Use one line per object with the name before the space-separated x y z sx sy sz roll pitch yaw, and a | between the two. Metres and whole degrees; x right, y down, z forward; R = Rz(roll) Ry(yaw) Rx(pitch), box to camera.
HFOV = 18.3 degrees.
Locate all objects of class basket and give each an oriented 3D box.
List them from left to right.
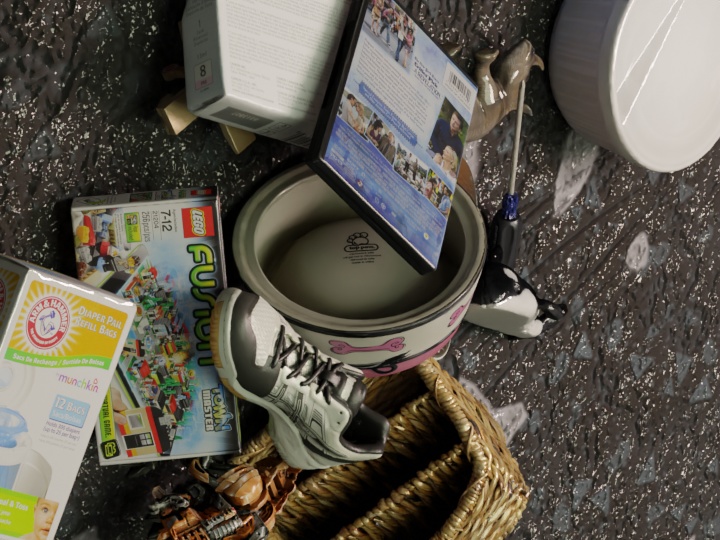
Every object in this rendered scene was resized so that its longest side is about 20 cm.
basket | 0.015 0.179 1.804 0.200 0.143 0.149 -35 136 12

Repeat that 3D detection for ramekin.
ramekin | 0.254 -0.195 2.016 0.202 0.094 0.203 -18 115 -41

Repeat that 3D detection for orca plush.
orca plush | 0.133 0.012 1.952 0.200 0.105 0.071 16 72 -58

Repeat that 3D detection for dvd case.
dvd case | 0.027 -0.114 1.721 0.143 0.018 0.201 43 44 -31

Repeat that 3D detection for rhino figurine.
rhino figurine | 0.088 -0.146 1.887 0.200 0.060 0.088 -26 126 -41

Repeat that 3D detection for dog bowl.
dog bowl | 0.000 0.000 1.756 0.200 0.200 0.074 -39 146 -30

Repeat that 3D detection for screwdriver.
screwdriver | 0.131 -0.078 1.935 0.028 0.029 0.201 0 133 -5

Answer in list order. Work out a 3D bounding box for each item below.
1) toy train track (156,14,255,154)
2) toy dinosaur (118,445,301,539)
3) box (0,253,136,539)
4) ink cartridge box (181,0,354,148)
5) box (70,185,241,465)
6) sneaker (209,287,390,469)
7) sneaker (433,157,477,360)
toy train track | -0.092 -0.167 1.719 0.200 0.032 0.115 -43 123 -35
toy dinosaur | -0.108 0.183 1.735 0.200 0.135 0.103 -17 113 -42
box | -0.257 0.092 1.577 0.112 0.101 0.201 23 86 -47
ink cartridge box | -0.066 -0.201 1.702 0.162 0.057 0.201 13 63 -47
box | -0.151 0.041 1.666 0.109 0.035 0.201 -5 106 -2
sneaker | -0.040 0.077 1.666 0.200 0.087 0.076 54 42 -47
sneaker | 0.040 -0.013 1.884 0.073 0.084 0.201 39 53 -36
